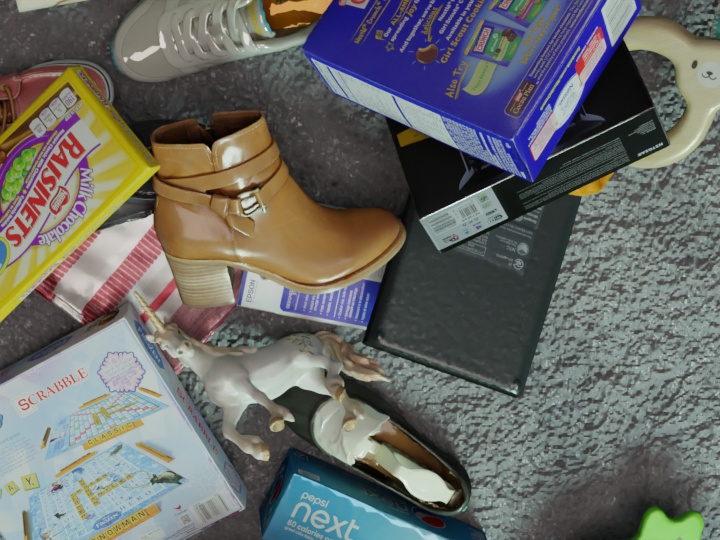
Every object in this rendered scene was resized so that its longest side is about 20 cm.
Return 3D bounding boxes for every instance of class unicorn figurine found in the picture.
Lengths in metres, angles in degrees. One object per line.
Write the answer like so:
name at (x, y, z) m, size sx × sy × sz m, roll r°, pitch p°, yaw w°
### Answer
unicorn figurine at (-0.085, 0.087, 1.417) m, size 0.199 × 0.138 × 0.074 m, roll 0°, pitch 126°, yaw -40°

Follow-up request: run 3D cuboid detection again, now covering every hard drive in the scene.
hard drive at (0.097, -0.012, 1.420) m, size 0.138 × 0.033 × 0.202 m, roll 19°, pitch 82°, yaw -8°

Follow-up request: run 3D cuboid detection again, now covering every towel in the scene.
towel at (-0.195, -0.013, 1.433) m, size 0.200 × 0.023 × 0.144 m, roll 39°, pitch 97°, yaw -14°

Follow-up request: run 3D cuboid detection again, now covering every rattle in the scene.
rattle at (0.245, -0.150, 1.358) m, size 0.199 × 0.142 × 0.132 m, roll -21°, pitch 84°, yaw 29°

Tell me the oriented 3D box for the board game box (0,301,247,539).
board game box at (-0.229, 0.158, 1.451) m, size 0.199 × 0.041 × 0.201 m, roll -27°, pitch 107°, yaw 9°

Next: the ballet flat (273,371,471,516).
ballet flat at (0.017, 0.149, 1.473) m, size 0.199 × 0.068 × 0.068 m, roll 31°, pitch 94°, yaw -13°

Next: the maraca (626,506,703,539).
maraca at (0.240, 0.296, 1.515) m, size 0.200 × 0.107 × 0.137 m, roll -42°, pitch 104°, yaw 6°

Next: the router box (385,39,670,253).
router box at (0.122, -0.124, 1.346) m, size 0.198 × 0.158 × 0.052 m, roll -25°, pitch 140°, yaw 10°

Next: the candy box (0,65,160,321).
candy box at (-0.255, -0.053, 1.321) m, size 0.200 × 0.026 × 0.102 m, roll -42°, pitch 87°, yaw 17°

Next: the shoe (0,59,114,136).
shoe at (-0.293, -0.117, 1.353) m, size 0.198 × 0.091 × 0.072 m, roll -17°, pitch 93°, yaw 0°

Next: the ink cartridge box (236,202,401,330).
ink cartridge box at (0.000, 0.000, 1.449) m, size 0.198 × 0.037 × 0.096 m, roll 10°, pitch 104°, yaw -11°

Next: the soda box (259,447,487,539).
soda box at (0.014, 0.232, 1.498) m, size 0.198 × 0.064 × 0.068 m, roll 25°, pitch 101°, yaw -11°

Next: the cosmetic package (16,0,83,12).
cosmetic package at (-0.171, -0.258, 1.328) m, size 0.198 × 0.104 × 0.074 m, roll -11°, pitch 107°, yaw -2°

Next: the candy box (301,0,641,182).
candy box at (0.084, -0.184, 1.305) m, size 0.199 × 0.077 × 0.170 m, roll 27°, pitch 76°, yaw 28°

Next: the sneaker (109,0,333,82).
sneaker at (-0.105, -0.201, 1.361) m, size 0.198 × 0.081 × 0.077 m, roll -20°, pitch 108°, yaw 1°

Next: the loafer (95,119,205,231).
loafer at (-0.203, -0.069, 1.389) m, size 0.198 × 0.063 × 0.073 m, roll -16°, pitch 73°, yaw -7°

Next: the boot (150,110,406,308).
boot at (-0.066, -0.061, 1.350) m, size 0.198 × 0.077 × 0.157 m, roll -9°, pitch 123°, yaw -2°
